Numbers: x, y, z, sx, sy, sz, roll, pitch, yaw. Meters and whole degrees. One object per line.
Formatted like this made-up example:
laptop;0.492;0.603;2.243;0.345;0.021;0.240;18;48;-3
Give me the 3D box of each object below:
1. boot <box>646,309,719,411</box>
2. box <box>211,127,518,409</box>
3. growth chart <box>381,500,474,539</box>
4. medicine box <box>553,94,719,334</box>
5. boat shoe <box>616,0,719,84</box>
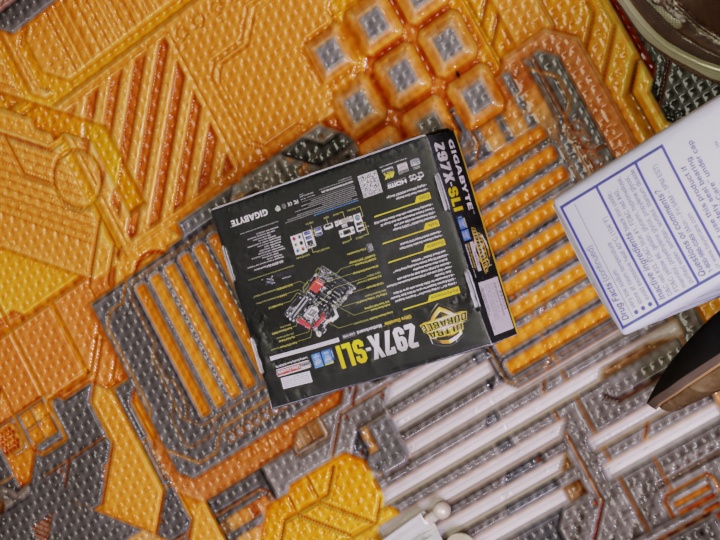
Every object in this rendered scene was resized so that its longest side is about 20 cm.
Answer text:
boot;0.262;0.062;1.658;0.075;0.074;0.200;38;147;-8
box;0.000;0.000;1.830;0.199;0.049;0.161;-18;91;30
growth chart;0.060;0.285;1.857;0.144;0.018;0.201;-29;83;29
medicine box;0.256;-0.057;1.600;0.199;0.182;0.103;-31;82;29
boat shoe;0.206;-0.198;1.645;0.202;0.075;0.075;39;145;26
